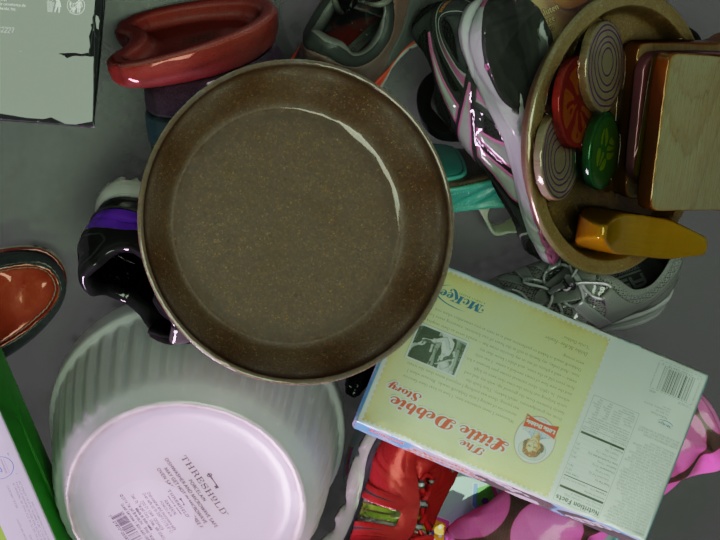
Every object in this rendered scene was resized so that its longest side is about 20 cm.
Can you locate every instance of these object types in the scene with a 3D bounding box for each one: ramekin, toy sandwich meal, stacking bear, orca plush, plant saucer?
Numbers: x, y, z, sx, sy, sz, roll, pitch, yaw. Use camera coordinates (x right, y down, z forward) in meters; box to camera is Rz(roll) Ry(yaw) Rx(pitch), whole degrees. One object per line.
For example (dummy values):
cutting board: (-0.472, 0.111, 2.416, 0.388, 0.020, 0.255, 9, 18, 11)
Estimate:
ramekin: (-0.110, 0.124, 1.694, 0.199, 0.105, 0.201, 1, 121, 1)
toy sandwich meal: (0.186, -0.085, 1.653, 0.205, 0.070, 0.206, -13, 108, -44)
stacking bear: (-0.086, -0.069, 1.698, 0.113, 0.122, 0.201, -12, 112, 4)
orca plush: (0.000, 0.000, 1.672, 0.105, 0.071, 0.201, -13, 123, -22)
plant saucer: (-0.042, -0.029, 1.591, 0.200, 0.037, 0.201, 1, 86, -15)

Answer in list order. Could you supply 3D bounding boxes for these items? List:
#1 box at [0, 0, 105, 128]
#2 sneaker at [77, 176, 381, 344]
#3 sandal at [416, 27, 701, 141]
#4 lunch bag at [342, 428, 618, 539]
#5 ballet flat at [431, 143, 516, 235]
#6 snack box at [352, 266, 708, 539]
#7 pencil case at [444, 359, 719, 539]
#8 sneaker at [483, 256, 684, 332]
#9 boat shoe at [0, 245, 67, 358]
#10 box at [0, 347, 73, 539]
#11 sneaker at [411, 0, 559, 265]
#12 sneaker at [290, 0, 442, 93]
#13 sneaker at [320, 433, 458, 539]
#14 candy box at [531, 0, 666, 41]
box: (-0.236, -0.165, 1.608, 0.148, 0.200, 0.125, 4, 98, -8)
sneaker: (-0.089, 0.016, 1.630, 0.199, 0.100, 0.070, 17, 131, 6)
sandal: (0.136, -0.129, 1.729, 0.199, 0.045, 0.075, -11, 58, -4)
lunch bag: (0.096, 0.124, 1.769, 0.199, 0.077, 0.161, 25, 96, -11)
ballet flat: (0.075, -0.052, 1.743, 0.199, 0.067, 0.071, -6, 115, -4)
snack box: (0.108, 0.083, 1.638, 0.199, 0.037, 0.117, 23, 79, 2)
pencil case: (0.151, 0.149, 1.698, 0.200, 0.091, 0.094, -36, 136, -2)
sneaker: (0.133, 0.012, 1.719, 0.200, 0.082, 0.075, -23, 67, -31)
boat shoe: (-0.285, 0.046, 1.711, 0.199, 0.063, 0.071, -25, 101, -4)
box: (-0.287, 0.164, 1.676, 0.176, 0.097, 0.200, -18, 124, 2)
sneaker: (0.093, -0.099, 1.669, 0.080, 0.086, 0.201, -41, 126, -33)
sneaker: (0.023, -0.186, 1.660, 0.077, 0.082, 0.200, 25, 58, 9)
sneaker: (0.030, 0.170, 1.676, 0.077, 0.085, 0.201, 20, 100, -36)
candy box: (0.114, -0.246, 1.684, 0.115, 0.055, 0.201, -28, 97, -27)
